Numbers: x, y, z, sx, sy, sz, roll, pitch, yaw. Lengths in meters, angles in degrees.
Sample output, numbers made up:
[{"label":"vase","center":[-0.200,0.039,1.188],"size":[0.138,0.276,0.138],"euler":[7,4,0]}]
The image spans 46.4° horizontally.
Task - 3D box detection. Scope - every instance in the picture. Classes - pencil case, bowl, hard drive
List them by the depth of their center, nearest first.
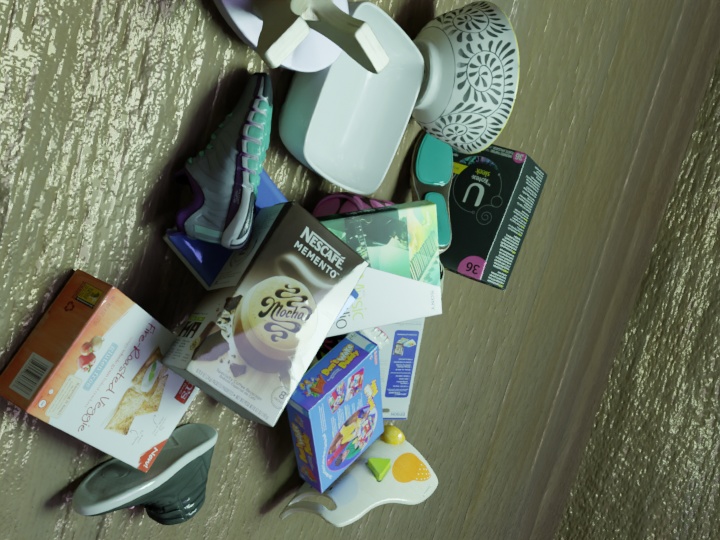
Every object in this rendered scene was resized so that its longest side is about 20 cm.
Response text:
[{"label":"hard drive","center":[-0.103,-0.003,0.921],"size":[0.132,0.025,0.200],"euler":[-47,113,-24]},{"label":"bowl","center":[-0.017,-0.203,0.999],"size":[0.200,0.075,0.200],"euler":[22,88,-60]},{"label":"bowl","center":[0.110,-0.256,1.105],"size":[0.094,0.201,0.201],"euler":[-1,112,-28]},{"label":"pencil case","center":[0.007,-0.052,1.123],"size":[0.200,0.091,0.094],"euler":[4,110,-61]}]

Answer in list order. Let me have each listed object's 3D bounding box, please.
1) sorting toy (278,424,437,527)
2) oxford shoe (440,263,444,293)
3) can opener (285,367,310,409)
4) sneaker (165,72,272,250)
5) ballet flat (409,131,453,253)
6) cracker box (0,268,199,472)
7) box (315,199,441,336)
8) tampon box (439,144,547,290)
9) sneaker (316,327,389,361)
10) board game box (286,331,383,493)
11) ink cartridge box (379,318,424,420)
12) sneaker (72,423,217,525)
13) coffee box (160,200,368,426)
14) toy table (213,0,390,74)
[{"label":"sorting toy","center":[-0.025,0.313,1.224],"size":[0.180,0.200,0.107],"euler":[-34,110,-46]},{"label":"oxford shoe","center":[0.098,0.014,1.211],"size":[0.074,0.071,0.200],"euler":[-49,176,16]},{"label":"can opener","center":[-0.073,0.159,1.156],"size":[0.200,0.079,0.063],"euler":[22,44,-56]},{"label":"sneaker","center":[-0.142,-0.122,0.858],"size":[0.074,0.087,0.200],"euler":[105,-7,-67]},{"label":"ballet flat","center":[0.097,-0.113,1.241],"size":[0.067,0.068,0.200],"euler":[139,-41,-63]},{"label":"cracker box","center":[-0.245,0.106,0.835],"size":[0.134,0.058,0.200],"euler":[-59,150,-16]},{"label":"box","center":[0.000,0.000,1.012],"size":[0.200,0.036,0.144],"euler":[-11,108,-18]},{"label":"tampon box","center":[0.177,-0.092,1.311],"size":[0.126,0.150,0.200],"euler":[19,92,-61]},{"label":"sneaker","center":[-0.036,0.087,1.151],"size":[0.087,0.074,0.200],"euler":[-54,142,-3]},{"label":"board game box","center":[-0.031,0.194,1.136],"size":[0.134,0.045,0.200],"euler":[-40,145,-30]},{"label":"ink cartridge box","center":[0.036,0.135,1.283],"size":[0.099,0.039,0.200],"euler":[3,111,-14]},{"label":"sneaker","center":[-0.232,0.251,0.932],"size":[0.200,0.071,0.099],"euler":[-22,121,-58]},{"label":"coffee box","center":[-0.095,0.042,0.862],"size":[0.113,0.080,0.200],"euler":[39,70,-24]},{"label":"toy table","center":[-0.056,-0.269,0.792],"size":[0.200,0.117,0.184],"euler":[36,84,-40]}]
